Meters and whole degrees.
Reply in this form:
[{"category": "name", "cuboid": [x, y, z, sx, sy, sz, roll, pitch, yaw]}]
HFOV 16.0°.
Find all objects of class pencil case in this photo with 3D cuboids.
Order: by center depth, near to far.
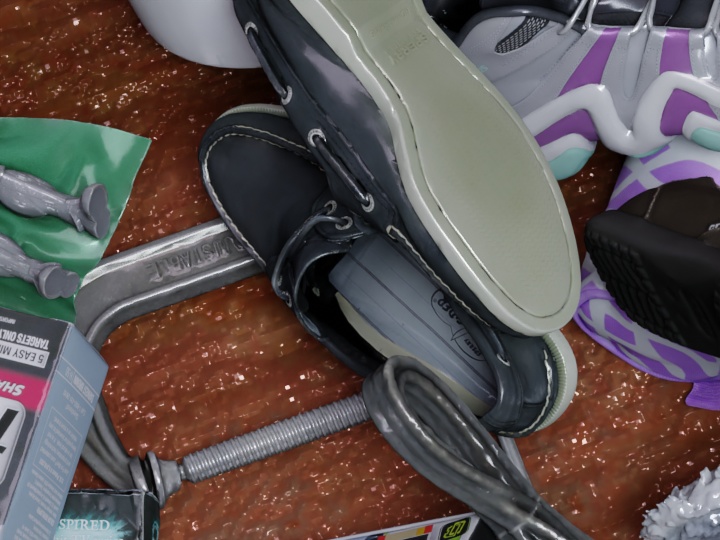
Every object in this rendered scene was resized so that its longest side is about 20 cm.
[{"category": "pencil case", "cuboid": [0.162, -0.049, 1.115, 0.084, 0.085, 0.201, 10, 67, 46]}]

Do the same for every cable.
[{"category": "cable", "cuboid": [0.083, 0.106, 1.021, 0.050, 0.097, 0.201, -31, 94, 32]}]

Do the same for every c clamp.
[{"category": "c clamp", "cuboid": [-0.038, 0.049, 1.116, 0.199, 0.027, 0.172, -14, 71, -2]}]

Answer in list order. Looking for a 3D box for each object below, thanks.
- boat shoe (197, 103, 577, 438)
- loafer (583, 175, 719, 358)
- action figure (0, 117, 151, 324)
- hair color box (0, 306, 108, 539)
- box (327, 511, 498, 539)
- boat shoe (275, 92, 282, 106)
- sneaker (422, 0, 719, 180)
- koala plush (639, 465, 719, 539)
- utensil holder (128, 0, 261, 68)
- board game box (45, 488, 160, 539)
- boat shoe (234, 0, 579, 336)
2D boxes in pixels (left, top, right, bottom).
[{"category": "boat shoe", "cuboid": [-0.001, 0.002, 1.078, 0.199, 0.066, 0.075, 44, 117, 13]}, {"category": "loafer", "cuboid": [0.164, 0.002, 0.972, 0.071, 0.073, 0.200, -40, 36, -15]}, {"category": "action figure", "cuboid": [-0.205, -0.041, 1.140, 0.199, 0.055, 0.119, 20, 71, 20]}, {"category": "hair color box", "cuboid": [-0.184, 0.112, 1.041, 0.098, 0.061, 0.201, 12, 74, 15]}, {"category": "box", "cuboid": [-0.022, 0.168, 0.983, 0.109, 0.200, 0.035, -14, 112, 28]}, {"category": "boat shoe", "cuboid": [0.053, -0.117, 1.146, 0.199, 0.073, 0.063, -22, 47, -2]}, {"category": "sneaker", "cuboid": [0.102, -0.110, 1.039, 0.199, 0.140, 0.078, -18, 44, 34]}, {"category": "koala plush", "cuboid": [0.223, 0.099, 1.020, 0.200, 0.184, 0.178, -37, 94, 18]}, {"category": "utensil holder", "cuboid": [-0.060, -0.210, 1.092, 0.169, 0.201, 0.171, -11, 46, 12]}, {"category": "board game box", "cuboid": [-0.187, 0.157, 1.073, 0.198, 0.028, 0.136, 1, 70, 10]}, {"category": "boat shoe", "cuboid": [0.012, -0.052, 1.030, 0.200, 0.066, 0.074, 53, 46, 3]}]
